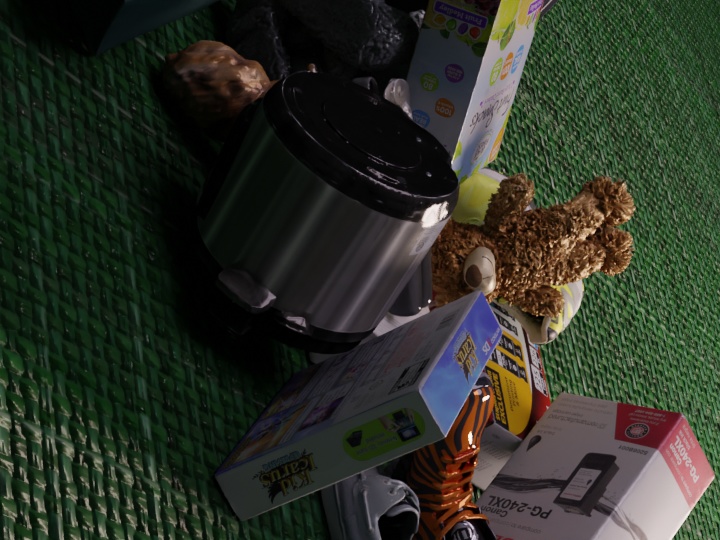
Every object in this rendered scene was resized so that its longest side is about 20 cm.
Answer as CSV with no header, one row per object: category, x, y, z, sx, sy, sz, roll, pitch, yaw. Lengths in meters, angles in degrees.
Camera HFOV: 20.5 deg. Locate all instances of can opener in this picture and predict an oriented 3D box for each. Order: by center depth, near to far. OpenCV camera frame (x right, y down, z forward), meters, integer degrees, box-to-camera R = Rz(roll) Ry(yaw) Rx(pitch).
can opener,0.021,-0.063,1.669,0.053,0.067,0.201,-34,124,-65

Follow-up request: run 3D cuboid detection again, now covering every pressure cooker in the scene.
pressure cooker,-0.039,-0.031,1.555,0.175,0.200,0.179,15,31,-31

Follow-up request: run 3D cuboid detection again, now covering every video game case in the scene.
video game case,0.003,0.101,1.516,0.046,0.181,0.200,61,24,-11

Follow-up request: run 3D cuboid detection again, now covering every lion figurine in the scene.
lion figurine,-0.080,-0.104,1.657,0.073,0.122,0.200,-90,162,-67

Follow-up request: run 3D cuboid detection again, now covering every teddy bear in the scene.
teddy bear,0.155,-0.018,1.763,0.199,0.145,0.067,0,37,-23

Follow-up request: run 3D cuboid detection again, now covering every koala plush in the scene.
koala plush,-0.010,-0.193,1.797,0.200,0.177,0.184,21,34,-52

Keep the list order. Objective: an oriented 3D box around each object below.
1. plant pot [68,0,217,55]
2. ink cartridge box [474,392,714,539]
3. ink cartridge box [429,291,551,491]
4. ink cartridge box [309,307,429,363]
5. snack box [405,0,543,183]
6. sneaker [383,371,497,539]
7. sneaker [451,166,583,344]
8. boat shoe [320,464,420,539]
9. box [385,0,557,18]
plant pot,-0.131,-0.280,1.531,0.142,0.200,0.141,66,-20,3
ink cartridge box,0.189,0.211,1.733,0.200,0.145,0.084,-49,126,-29
ink cartridge box,0.096,0.083,1.846,0.175,0.084,0.201,33,38,-48
ink cartridge box,0.000,0.000,1.746,0.115,0.068,0.201,36,38,-49
snack box,0.095,-0.179,1.732,0.068,0.201,0.169,23,24,14
sneaker,0.080,0.170,1.603,0.077,0.200,0.112,-14,59,-22
sneaker,0.134,-0.017,1.833,0.200,0.075,0.077,46,40,-19
boat shoe,0.017,0.204,1.581,0.070,0.071,0.201,38,35,-46
box,0.105,-0.311,2.078,0.123,0.200,0.198,52,18,24
